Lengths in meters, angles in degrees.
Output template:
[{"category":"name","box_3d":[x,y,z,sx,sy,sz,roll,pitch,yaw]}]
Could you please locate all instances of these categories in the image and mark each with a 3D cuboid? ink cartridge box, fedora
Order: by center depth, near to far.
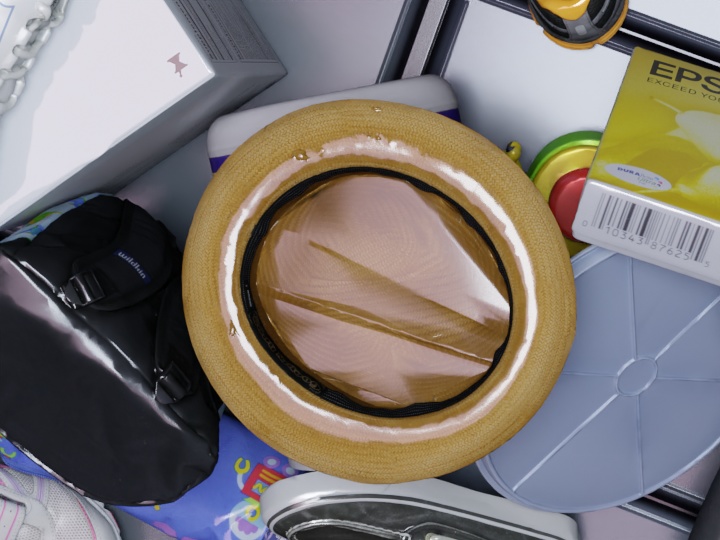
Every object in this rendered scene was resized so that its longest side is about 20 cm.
[{"category":"fedora","box_3d":[0.011,0.010,1.051,0.200,0.082,0.202,0,92,9]},{"category":"ink cartridge box","box_3d":[0.226,-0.055,1.097,0.197,0.200,0.047,17,130,6]}]

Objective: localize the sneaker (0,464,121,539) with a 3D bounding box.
[{"category":"sneaker","box_3d":[-0.241,0.149,1.248,0.199,0.088,0.082,20,99,7]}]

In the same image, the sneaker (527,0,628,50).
[{"category":"sneaker","box_3d":[0.106,-0.224,1.160,0.078,0.077,0.201,-18,91,12]}]

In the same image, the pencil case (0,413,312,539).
[{"category":"pencil case","box_3d":[-0.125,0.111,1.229,0.199,0.078,0.087,25,78,7]}]

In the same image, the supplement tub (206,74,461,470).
[{"category":"supplement tub","box_3d":[0.000,0.000,1.165,0.145,0.145,0.201,-10,94,10]}]

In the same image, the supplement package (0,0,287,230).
[{"category":"supplement package","box_3d":[-0.158,-0.129,1.149,0.151,0.200,0.151,-33,90,10]}]

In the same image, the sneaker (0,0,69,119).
[{"category":"sneaker","box_3d":[-0.186,-0.125,1.017,0.087,0.075,0.201,5,96,4]}]

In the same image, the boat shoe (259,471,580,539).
[{"category":"boat shoe","box_3d":[0.038,0.159,1.170,0.199,0.071,0.064,12,55,-20]}]

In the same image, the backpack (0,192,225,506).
[{"category":"backpack","box_3d":[-0.140,0.035,1.111,0.163,0.200,0.154,44,118,-10]}]

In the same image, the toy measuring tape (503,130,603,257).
[{"category":"toy measuring tape","box_3d":[0.163,-0.029,1.178,0.199,0.074,0.074,23,99,-2]}]

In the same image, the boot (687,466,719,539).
[{"category":"boot","box_3d":[0.212,0.100,1.126,0.066,0.165,0.201,33,109,30]}]

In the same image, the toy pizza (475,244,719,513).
[{"category":"toy pizza","box_3d":[0.145,0.050,1.145,0.200,0.200,0.032,-48,43,10]}]
